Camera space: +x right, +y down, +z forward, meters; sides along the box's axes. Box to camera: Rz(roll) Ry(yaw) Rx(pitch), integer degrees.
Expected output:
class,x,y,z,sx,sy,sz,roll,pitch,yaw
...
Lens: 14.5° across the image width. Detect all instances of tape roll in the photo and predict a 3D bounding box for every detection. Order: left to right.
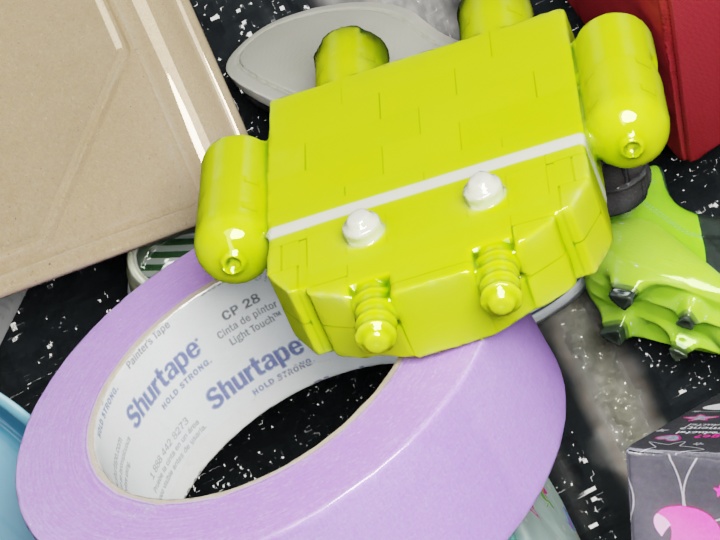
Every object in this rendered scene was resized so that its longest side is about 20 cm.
class,x,y,z,sx,sy,sz,roll,pitch,yaw
tape roll,-0.027,0.059,1.056,0.199,0.066,0.200,-22,33,15

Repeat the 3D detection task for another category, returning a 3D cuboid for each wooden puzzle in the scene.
class,x,y,z,sx,sy,sz,roll,pitch,yaw
wooden puzzle,-0.162,-0.078,1.128,0.199,0.037,0.186,-22,83,-23

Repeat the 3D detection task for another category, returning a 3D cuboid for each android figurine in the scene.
class,x,y,z,sx,sy,sz,roll,pitch,yaw
android figurine,0.026,-0.037,1.043,0.181,0.041,0.200,-16,34,12

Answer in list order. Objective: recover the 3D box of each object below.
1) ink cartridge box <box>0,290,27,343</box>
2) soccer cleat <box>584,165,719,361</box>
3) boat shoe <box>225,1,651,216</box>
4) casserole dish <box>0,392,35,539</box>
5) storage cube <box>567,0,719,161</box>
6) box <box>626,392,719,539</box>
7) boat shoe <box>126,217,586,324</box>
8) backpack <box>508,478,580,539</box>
class,x,y,z,sx,sy,sz,roll,pitch,yaw
ink cartridge box,-0.183,-0.023,1.207,0.099,0.039,0.201,24,81,11
soccer cleat,0.189,0.017,1.148,0.199,0.068,0.081,23,59,5
boat shoe,0.031,-0.064,1.161,0.199,0.060,0.074,9,48,35
casserole dish,-0.146,0.126,1.136,0.121,0.039,0.200,-47,109,-5
storage cube,0.143,-0.184,1.110,0.200,0.180,0.171,-33,64,-5
box,0.178,0.153,1.049,0.132,0.115,0.201,1,98,26
boat shoe,0.000,0.000,1.170,0.199,0.062,0.072,-8,78,4
backpack,0.038,0.152,1.096,0.126,0.167,0.201,-23,62,2
